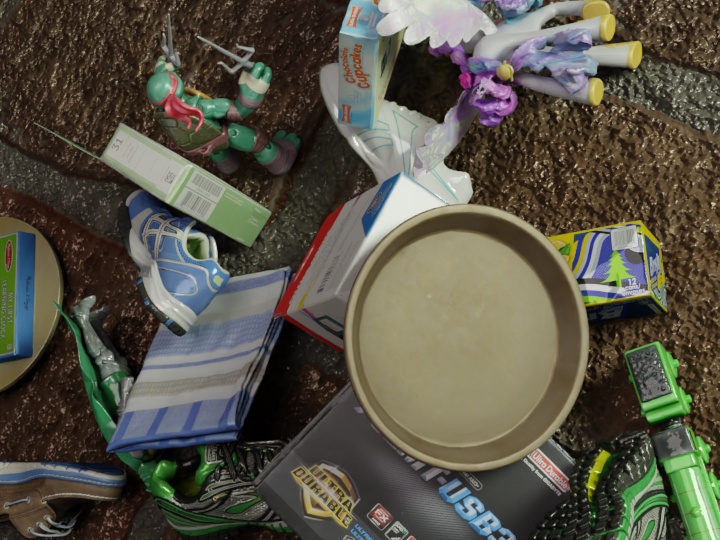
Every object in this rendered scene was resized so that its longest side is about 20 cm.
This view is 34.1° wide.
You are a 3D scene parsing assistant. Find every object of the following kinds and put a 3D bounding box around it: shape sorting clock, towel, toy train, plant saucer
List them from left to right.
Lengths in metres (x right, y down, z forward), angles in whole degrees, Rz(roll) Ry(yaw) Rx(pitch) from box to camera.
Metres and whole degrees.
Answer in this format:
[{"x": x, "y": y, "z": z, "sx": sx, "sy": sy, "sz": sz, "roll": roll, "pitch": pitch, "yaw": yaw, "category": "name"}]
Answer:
[{"x": -0.404, "y": 0.039, "z": 1.265, "sx": 0.199, "sy": 0.039, "sz": 0.201, "roll": -8, "pitch": 71, "yaw": 24, "category": "shape sorting clock"}, {"x": -0.143, "y": 0.079, "z": 1.076, "sx": 0.146, "sy": 0.024, "sz": 0.201, "roll": -10, "pitch": 40, "yaw": 26, "category": "towel"}, {"x": 0.079, "y": 0.051, "z": 0.889, "sx": 0.199, "sy": 0.029, "sz": 0.202, "roll": 1, "pitch": 86, "yaw": -17, "category": "plant saucer"}, {"x": 0.247, "y": 0.148, "z": 0.892, "sx": 0.042, "sy": 0.056, "sz": 0.201, "roll": -22, "pitch": 66, "yaw": 18, "category": "toy train"}]

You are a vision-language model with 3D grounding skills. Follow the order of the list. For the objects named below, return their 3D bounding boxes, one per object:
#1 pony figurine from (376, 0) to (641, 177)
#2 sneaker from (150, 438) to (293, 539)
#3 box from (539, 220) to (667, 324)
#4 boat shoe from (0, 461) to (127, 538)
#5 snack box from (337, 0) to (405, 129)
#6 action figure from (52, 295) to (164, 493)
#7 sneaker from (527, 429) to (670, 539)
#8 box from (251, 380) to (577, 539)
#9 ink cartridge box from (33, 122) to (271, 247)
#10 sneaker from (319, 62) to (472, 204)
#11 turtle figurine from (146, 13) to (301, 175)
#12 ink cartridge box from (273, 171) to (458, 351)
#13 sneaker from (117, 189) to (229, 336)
[{"x": 0.116, "y": -0.181, "z": 0.997, "sx": 0.199, "sy": 0.193, "sz": 0.168, "roll": 8, "pitch": 120, "yaw": 30, "category": "pony figurine"}, {"x": -0.095, "y": 0.183, "z": 1.021, "sx": 0.199, "sy": 0.085, "sz": 0.078, "roll": -21, "pitch": 40, "yaw": 19, "category": "sneaker"}, {"x": 0.147, "y": 0.014, "z": 0.974, "sx": 0.199, "sy": 0.070, "sz": 0.065, "roll": -10, "pitch": 72, "yaw": 24, "category": "box"}, {"x": -0.306, "y": 0.225, "z": 1.151, "sx": 0.199, "sy": 0.072, "sz": 0.073, "roll": -6, "pitch": 77, "yaw": 36, "category": "boat shoe"}, {"x": 0.021, "y": -0.239, "z": 1.046, "sx": 0.037, "sy": 0.116, "sz": 0.201, "roll": 12, "pitch": 57, "yaw": 7, "category": "snack box"}, {"x": -0.227, "y": 0.123, "z": 1.127, "sx": 0.054, "sy": 0.118, "sz": 0.201, "roll": -28, "pitch": 73, "yaw": 5, "category": "action figure"}, {"x": 0.181, "y": 0.195, "z": 0.833, "sx": 0.078, "sy": 0.200, "sz": 0.086, "roll": -24, "pitch": 100, "yaw": 38, "category": "sneaker"}, {"x": 0.050, "y": 0.170, "z": 0.943, "sx": 0.200, "sy": 0.050, "sz": 0.199, "roll": 45, "pitch": 95, "yaw": 4, "category": "box"}, {"x": -0.200, "y": -0.100, "z": 1.140, "sx": 0.200, "sy": 0.145, "sz": 0.048, "roll": 32, "pitch": 91, "yaw": 31, "category": "ink cartridge box"}, {"x": 0.032, "y": -0.120, "z": 1.078, "sx": 0.080, "sy": 0.070, "sz": 0.201, "roll": -36, "pitch": 70, "yaw": 7, "category": "sneaker"}, {"x": -0.144, "y": -0.153, "z": 1.092, "sx": 0.149, "sy": 0.200, "sz": 0.101, "roll": 24, "pitch": 79, "yaw": 32, "category": "turtle figurine"}, {"x": 0.000, "y": 0.000, "z": 0.990, "sx": 0.067, "sy": 0.200, "sz": 0.117, "roll": 32, "pitch": 74, "yaw": -12, "category": "ink cartridge box"}, {"x": -0.178, "y": -0.020, "z": 1.135, "sx": 0.077, "sy": 0.076, "sz": 0.200, "roll": -39, "pitch": 44, "yaw": 6, "category": "sneaker"}]
